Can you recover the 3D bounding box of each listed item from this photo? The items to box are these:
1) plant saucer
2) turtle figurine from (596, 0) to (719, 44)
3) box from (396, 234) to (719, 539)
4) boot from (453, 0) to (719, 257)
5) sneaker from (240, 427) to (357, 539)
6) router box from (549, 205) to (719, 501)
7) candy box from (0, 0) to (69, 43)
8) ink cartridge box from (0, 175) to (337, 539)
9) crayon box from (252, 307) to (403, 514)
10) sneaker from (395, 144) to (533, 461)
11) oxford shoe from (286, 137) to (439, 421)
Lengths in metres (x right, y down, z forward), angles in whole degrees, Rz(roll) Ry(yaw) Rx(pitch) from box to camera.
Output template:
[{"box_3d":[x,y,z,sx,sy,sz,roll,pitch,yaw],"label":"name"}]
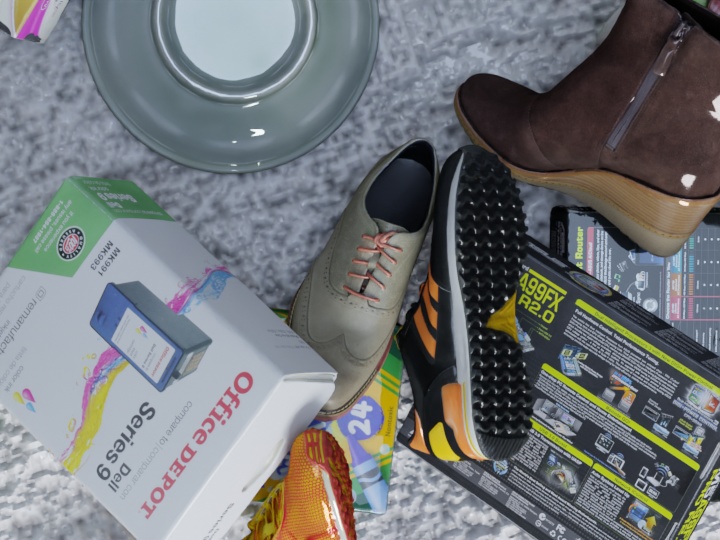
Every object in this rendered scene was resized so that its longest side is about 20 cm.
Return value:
[{"box_3d":[-0.084,-0.164,1.409,0.199,0.050,0.201,0,93,-6],"label":"plant saucer"},{"box_3d":[0.271,-0.141,1.419,0.194,0.144,0.200,41,80,9],"label":"turtle figurine"},{"box_3d":[0.140,0.094,1.384,0.200,0.044,0.161,33,107,23],"label":"box"},{"box_3d":[0.157,-0.120,1.366,0.200,0.072,0.167,35,131,24],"label":"boot"},{"box_3d":[-0.040,0.172,1.368,0.077,0.200,0.073,-1,50,-4],"label":"sneaker"},{"box_3d":[0.204,0.056,1.447,0.149,0.062,0.201,1,93,-7],"label":"router box"},{"box_3d":[-0.253,-0.253,1.348,0.200,0.061,0.137,33,98,7],"label":"candy box"},{"box_3d":[-0.136,0.058,1.341,0.200,0.087,0.145,42,104,18],"label":"ink cartridge box"},{"box_3d":[-0.076,0.087,1.422,0.199,0.052,0.126,6,92,-6],"label":"crayon box"},{"box_3d":[0.054,0.022,1.364,0.070,0.090,0.201,2,83,-47],"label":"sneaker"},{"box_3d":[0.000,0.000,1.378,0.070,0.075,0.201,19,64,-1],"label":"oxford shoe"}]
